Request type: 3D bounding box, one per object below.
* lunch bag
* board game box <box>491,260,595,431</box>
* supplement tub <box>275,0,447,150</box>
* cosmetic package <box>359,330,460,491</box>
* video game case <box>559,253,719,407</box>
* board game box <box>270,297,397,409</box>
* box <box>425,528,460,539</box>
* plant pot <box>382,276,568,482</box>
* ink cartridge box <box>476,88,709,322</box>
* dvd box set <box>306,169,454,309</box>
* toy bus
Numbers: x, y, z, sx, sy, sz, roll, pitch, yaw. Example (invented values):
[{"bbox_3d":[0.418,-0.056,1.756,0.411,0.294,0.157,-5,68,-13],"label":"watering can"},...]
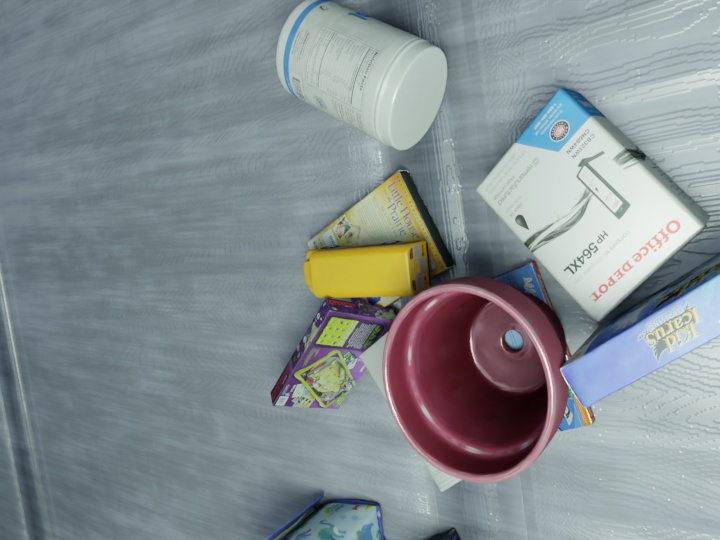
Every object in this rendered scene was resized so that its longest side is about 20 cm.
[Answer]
[{"bbox_3d":[-0.077,0.434,0.913,0.196,0.168,0.132,-14,91,36],"label":"lunch bag"},{"bbox_3d":[0.209,0.102,0.751,0.101,0.019,0.206,-23,85,37],"label":"board game box"},{"bbox_3d":[-0.001,-0.255,0.768,0.197,0.131,0.135,32,114,25],"label":"supplement tub"},{"bbox_3d":[0.098,0.163,0.786,0.090,0.106,0.203,-44,72,32],"label":"cosmetic package"},{"bbox_3d":[0.304,0.041,0.576,0.199,0.179,0.046,-42,76,31],"label":"video game case"},{"bbox_3d":[-0.040,0.126,0.860,0.202,0.117,0.033,-58,34,31],"label":"board game box"},{"bbox_3d":[0.117,0.492,0.828,0.121,0.105,0.204,-37,77,32],"label":"box"},{"bbox_3d":[0.148,0.103,0.674,0.195,0.177,0.207,6,101,34],"label":"plant pot"},{"bbox_3d":[0.249,-0.072,0.655,0.201,0.083,0.147,50,121,18],"label":"ink cartridge box"},{"bbox_3d":[0.022,-0.025,0.851,0.198,0.029,0.149,-34,79,34],"label":"dvd box set"},{"bbox_3d":[0.000,0.000,0.804,0.195,0.077,0.067,-3,98,35],"label":"toy bus"}]
